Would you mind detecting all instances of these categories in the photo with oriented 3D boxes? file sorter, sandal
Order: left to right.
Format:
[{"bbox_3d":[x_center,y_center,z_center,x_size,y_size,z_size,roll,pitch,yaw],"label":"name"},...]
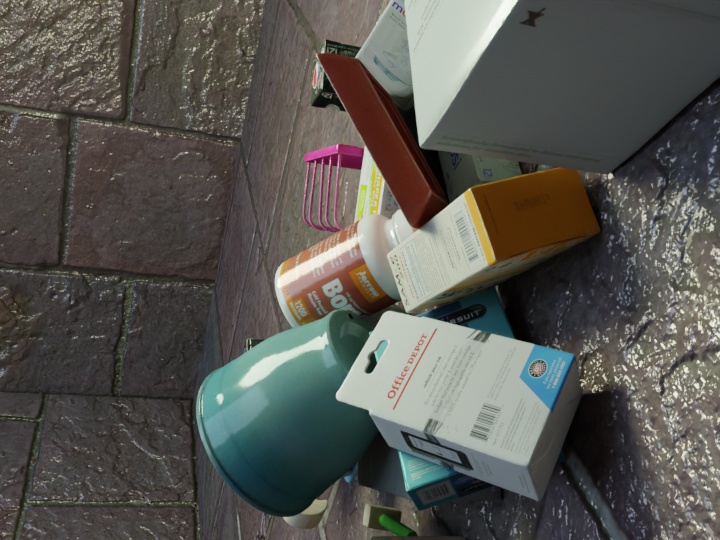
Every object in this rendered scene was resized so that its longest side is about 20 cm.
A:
[{"bbox_3d":[-0.005,-0.121,1.171,0.200,0.138,0.127,-167,82,-71],"label":"file sorter"},{"bbox_3d":[0.079,-0.132,0.930,0.048,0.075,0.202,-25,79,37],"label":"sandal"}]

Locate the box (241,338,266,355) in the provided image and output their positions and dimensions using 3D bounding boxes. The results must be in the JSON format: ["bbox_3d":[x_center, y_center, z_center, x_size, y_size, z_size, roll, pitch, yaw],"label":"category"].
[{"bbox_3d":[-0.103,0.212,1.263,0.086,0.198,0.165,117,153,-52],"label":"box"}]

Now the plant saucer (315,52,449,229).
[{"bbox_3d":[0.038,-0.138,0.811,0.201,0.036,0.200,62,-167,7],"label":"plant saucer"}]

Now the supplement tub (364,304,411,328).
[{"bbox_3d":[0.000,0.101,1.076,0.200,0.143,0.146,-147,65,-70],"label":"supplement tub"}]

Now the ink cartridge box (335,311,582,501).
[{"bbox_3d":[0.090,0.118,0.689,0.116,0.198,0.068,-57,-39,-28],"label":"ink cartridge box"}]

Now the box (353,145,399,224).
[{"bbox_3d":[0.058,-0.095,1.030,0.112,0.100,0.202,-155,72,-71],"label":"box"}]

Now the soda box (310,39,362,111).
[{"bbox_3d":[0.036,-0.245,0.987,0.063,0.198,0.072,157,118,-71],"label":"soda box"}]

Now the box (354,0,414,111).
[{"bbox_3d":[0.100,-0.318,0.862,0.201,0.096,0.176,-57,7,-24],"label":"box"}]

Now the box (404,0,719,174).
[{"bbox_3d":[0.163,-0.208,0.598,0.200,0.197,0.173,126,145,-59],"label":"box"}]

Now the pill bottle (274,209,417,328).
[{"bbox_3d":[0.000,0.000,0.919,0.199,0.112,0.113,-28,49,24],"label":"pill bottle"}]

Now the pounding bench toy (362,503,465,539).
[{"bbox_3d":[0.050,0.359,0.877,0.156,0.123,0.202,120,150,-50],"label":"pounding bench toy"}]

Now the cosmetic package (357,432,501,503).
[{"bbox_3d":[0.075,0.223,0.876,0.200,0.106,0.091,149,124,-65],"label":"cosmetic package"}]

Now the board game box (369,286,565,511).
[{"bbox_3d":[0.102,0.125,0.761,0.201,0.150,0.047,-104,-10,-46],"label":"board game box"}]

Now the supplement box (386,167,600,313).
[{"bbox_3d":[0.126,-0.026,0.749,0.200,0.125,0.074,-39,68,65],"label":"supplement box"}]

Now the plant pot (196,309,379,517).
[{"bbox_3d":[-0.056,0.153,0.867,0.188,0.199,0.201,-38,40,22],"label":"plant pot"}]

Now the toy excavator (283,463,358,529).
[{"bbox_3d":[-0.045,0.270,1.080,0.195,0.198,0.100,59,141,39],"label":"toy excavator"}]

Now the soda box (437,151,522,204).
[{"bbox_3d":[0.133,-0.155,0.882,0.068,0.063,0.202,119,151,-47],"label":"soda box"}]
